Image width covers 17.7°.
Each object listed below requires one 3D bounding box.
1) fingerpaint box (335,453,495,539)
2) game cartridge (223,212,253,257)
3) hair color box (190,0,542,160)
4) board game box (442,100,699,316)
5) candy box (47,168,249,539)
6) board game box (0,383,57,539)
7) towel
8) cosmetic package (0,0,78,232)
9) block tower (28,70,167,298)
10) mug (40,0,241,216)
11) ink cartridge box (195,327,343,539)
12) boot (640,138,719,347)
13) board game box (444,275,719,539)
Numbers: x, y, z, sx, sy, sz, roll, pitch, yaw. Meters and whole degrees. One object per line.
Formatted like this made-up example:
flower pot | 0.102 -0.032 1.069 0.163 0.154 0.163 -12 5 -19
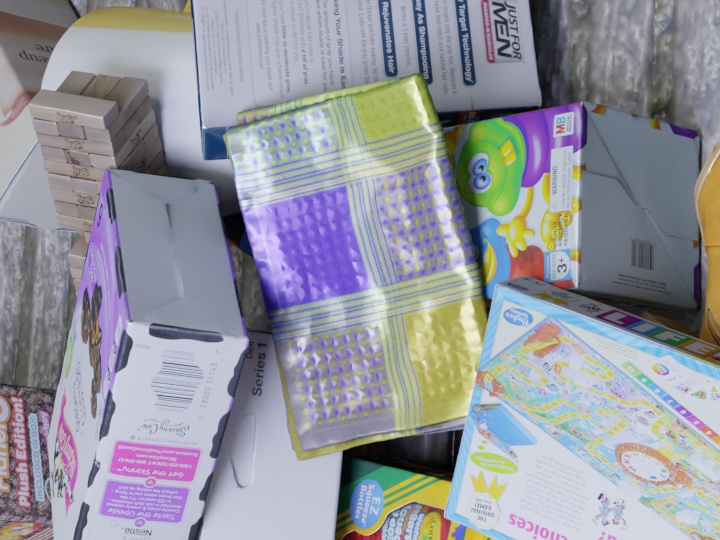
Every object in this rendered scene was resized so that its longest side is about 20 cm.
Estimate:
fingerpaint box | 0.044 0.218 1.336 0.166 0.073 0.201 10 90 48
game cartridge | -0.035 -0.060 1.508 0.200 0.038 0.130 32 102 46
hair color box | 0.002 -0.126 1.366 0.061 0.199 0.101 99 167 -73
board game box | 0.084 -0.025 1.317 0.199 0.105 0.104 -8 76 46
candy box | -0.128 0.071 1.340 0.168 0.071 0.201 -107 29 -56
board game box | -0.257 0.151 1.584 0.159 0.199 0.097 -28 62 40
towel | 0.000 0.000 1.279 0.143 0.023 0.201 -10 93 33
cosmetic package | -0.246 -0.128 1.700 0.087 0.103 0.200 -53 50 27
block tower | -0.149 -0.030 1.421 0.054 0.058 0.201 9 132 22
mug | -0.100 -0.116 1.468 0.153 0.149 0.188 0 89 39
ink cartridge box | -0.074 0.117 1.415 0.200 0.084 0.147 159 117 -73
boot | 0.230 0.011 1.189 0.144 0.071 0.202 37 110 37
board game box | 0.147 0.098 1.179 0.199 0.034 0.135 21 108 28
